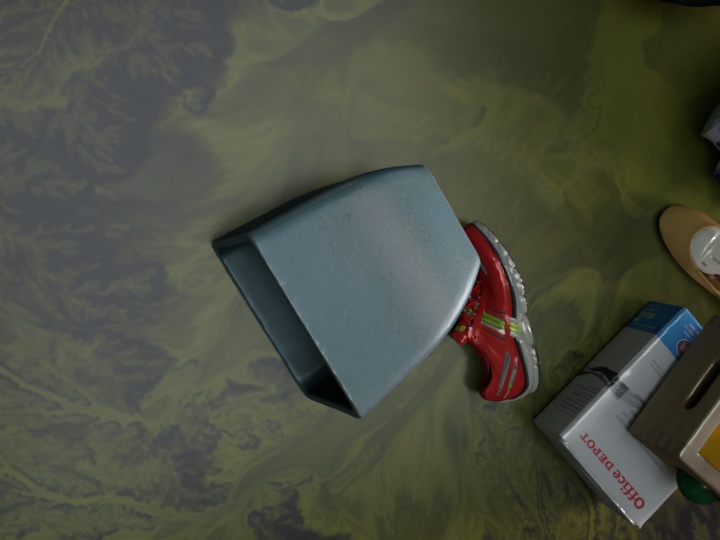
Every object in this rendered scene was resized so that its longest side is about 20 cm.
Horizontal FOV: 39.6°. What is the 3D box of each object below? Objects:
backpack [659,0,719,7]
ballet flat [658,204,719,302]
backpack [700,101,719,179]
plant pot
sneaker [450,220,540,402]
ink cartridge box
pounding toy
[{"bbox_3d":[0.391,-0.370,1.063,0.197,0.163,0.170,-7,66,-11],"label":"backpack"},{"bbox_3d":[0.421,0.001,1.138,0.200,0.063,0.069,45,84,-11],"label":"ballet flat"},{"bbox_3d":[0.479,-0.176,1.086,0.190,0.200,0.154,-43,87,-9],"label":"backpack"},{"bbox_3d":[0.000,0.000,0.994,0.199,0.196,0.197,-34,99,-16],"label":"plant pot"},{"bbox_3d":[0.135,0.048,1.079,0.084,0.077,0.202,-16,97,-5],"label":"sneaker"},{"bbox_3d":[0.316,0.157,1.116,0.200,0.084,0.145,-44,102,-6],"label":"ink cartridge box"},{"bbox_3d":[0.400,0.188,1.014,0.184,0.142,0.201,39,85,-14],"label":"pounding toy"}]
